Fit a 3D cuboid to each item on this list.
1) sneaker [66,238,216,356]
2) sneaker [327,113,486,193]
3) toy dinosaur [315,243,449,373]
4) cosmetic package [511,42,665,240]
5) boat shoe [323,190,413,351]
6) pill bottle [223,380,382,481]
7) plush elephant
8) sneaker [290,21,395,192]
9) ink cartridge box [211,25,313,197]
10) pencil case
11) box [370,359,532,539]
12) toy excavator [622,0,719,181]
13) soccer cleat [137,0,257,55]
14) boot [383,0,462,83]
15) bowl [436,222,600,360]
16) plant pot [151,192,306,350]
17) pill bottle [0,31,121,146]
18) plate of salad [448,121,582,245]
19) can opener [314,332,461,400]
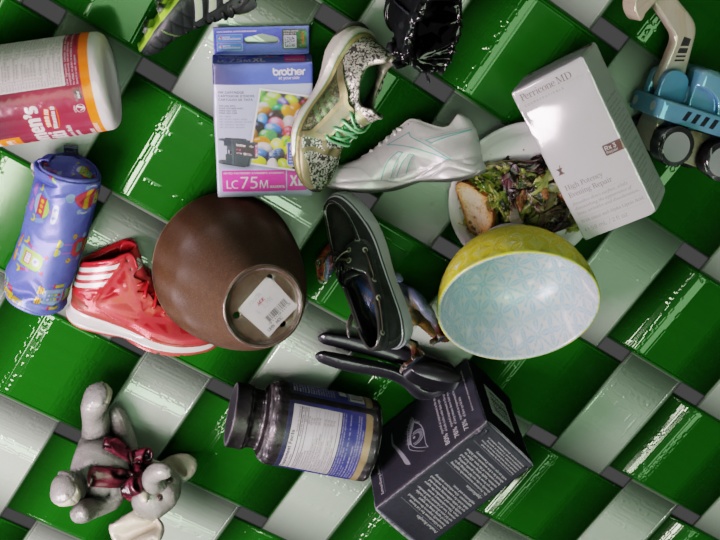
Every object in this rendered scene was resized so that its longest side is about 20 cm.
[{"bbox_3d":[-0.262,0.032,1.388,0.197,0.079,0.117,11,117,-13],"label":"sneaker"},{"bbox_3d":[0.050,-0.138,1.346,0.197,0.070,0.082,-9,91,7],"label":"sneaker"},{"bbox_3d":[0.025,0.038,1.429,0.105,0.200,0.182,-41,77,12],"label":"toy dinosaur"},{"bbox_3d":[0.269,-0.151,1.307,0.101,0.074,0.202,-23,103,32],"label":"cosmetic package"},{"bbox_3d":[0.000,0.000,1.305,0.068,0.056,0.202,-34,76,43],"label":"boat shoe"},{"bbox_3d":[-0.077,0.209,1.480,0.197,0.112,0.113,13,116,-12],"label":"pill bottle"},{"bbox_3d":[-0.304,0.275,1.468,0.153,0.166,0.201,13,145,2],"label":"plush elephant"},{"bbox_3d":[-0.017,-0.178,1.274,0.076,0.088,0.202,3,113,-44],"label":"sneaker"},{"bbox_3d":[-0.115,-0.185,1.312,0.117,0.042,0.203,-2,116,-6],"label":"ink cartridge box"},{"bbox_3d":[-0.372,-0.047,1.334,0.086,0.078,0.202,24,114,4],"label":"pencil case"},{"bbox_3d":[0.114,0.247,1.500,0.199,0.149,0.104,-40,115,16],"label":"box"},{"bbox_3d":[0.377,-0.230,1.320,0.192,0.100,0.203,14,102,-15],"label":"toy excavator"},{"bbox_3d":[-0.165,-0.301,1.232,0.200,0.068,0.081,-43,115,12],"label":"soccer cleat"},{"bbox_3d":[0.074,-0.317,1.192,0.072,0.163,0.201,9,117,-12],"label":"boot"},{"bbox_3d":[0.189,0.008,1.372,0.197,0.109,0.202,-1,137,-1],"label":"bowl"},{"bbox_3d":[-0.135,0.017,1.295,0.184,0.200,0.190,-5,104,-19],"label":"plant pot"},{"bbox_3d":[-0.374,-0.198,1.237,0.197,0.110,0.111,-9,118,-1],"label":"pill bottle"},{"bbox_3d":[0.209,-0.088,1.391,0.197,0.048,0.203,-2,117,-5],"label":"plate of salad"},{"bbox_3d":[0.036,0.120,1.479,0.197,0.064,0.079,17,142,-4],"label":"can opener"}]
